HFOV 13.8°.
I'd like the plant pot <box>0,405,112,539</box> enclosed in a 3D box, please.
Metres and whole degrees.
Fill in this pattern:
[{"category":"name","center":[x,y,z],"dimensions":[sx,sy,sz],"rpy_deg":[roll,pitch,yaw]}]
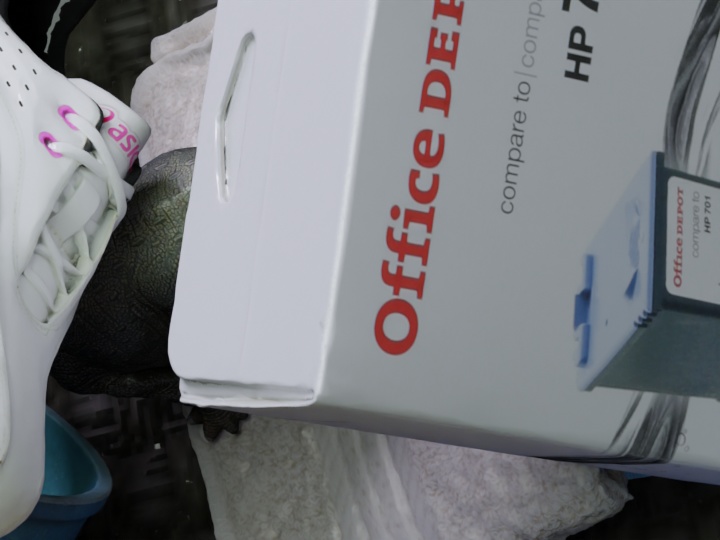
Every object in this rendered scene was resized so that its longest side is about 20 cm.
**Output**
[{"category":"plant pot","center":[-0.201,0.101,0.865],"dimensions":[0.200,0.200,0.189],"rpy_deg":[29,96,23]}]

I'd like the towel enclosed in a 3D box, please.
[{"category":"towel","center":[0.000,0.000,0.890],"dimensions":[0.132,0.034,0.201],"rpy_deg":[-25,69,29]}]

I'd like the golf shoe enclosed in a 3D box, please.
[{"category":"golf shoe","center":[-0.099,-0.017,0.773],"dimensions":[0.092,0.073,0.201],"rpy_deg":[-21,47,7]}]

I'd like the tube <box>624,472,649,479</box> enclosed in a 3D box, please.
[{"category":"tube","center":[0.049,-0.030,0.909],"dimensions":[0.077,0.050,0.201],"rpy_deg":[-14,71,18]}]

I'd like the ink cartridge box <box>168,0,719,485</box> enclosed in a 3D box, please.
[{"category":"ink cartridge box","center":[0.064,-0.022,0.782],"dimensions":[0.086,0.199,0.147],"rpy_deg":[2,83,60]}]

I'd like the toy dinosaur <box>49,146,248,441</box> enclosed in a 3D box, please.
[{"category":"toy dinosaur","center":[-0.052,0.000,0.843],"dimensions":[0.199,0.102,0.077],"rpy_deg":[-19,73,30]}]
